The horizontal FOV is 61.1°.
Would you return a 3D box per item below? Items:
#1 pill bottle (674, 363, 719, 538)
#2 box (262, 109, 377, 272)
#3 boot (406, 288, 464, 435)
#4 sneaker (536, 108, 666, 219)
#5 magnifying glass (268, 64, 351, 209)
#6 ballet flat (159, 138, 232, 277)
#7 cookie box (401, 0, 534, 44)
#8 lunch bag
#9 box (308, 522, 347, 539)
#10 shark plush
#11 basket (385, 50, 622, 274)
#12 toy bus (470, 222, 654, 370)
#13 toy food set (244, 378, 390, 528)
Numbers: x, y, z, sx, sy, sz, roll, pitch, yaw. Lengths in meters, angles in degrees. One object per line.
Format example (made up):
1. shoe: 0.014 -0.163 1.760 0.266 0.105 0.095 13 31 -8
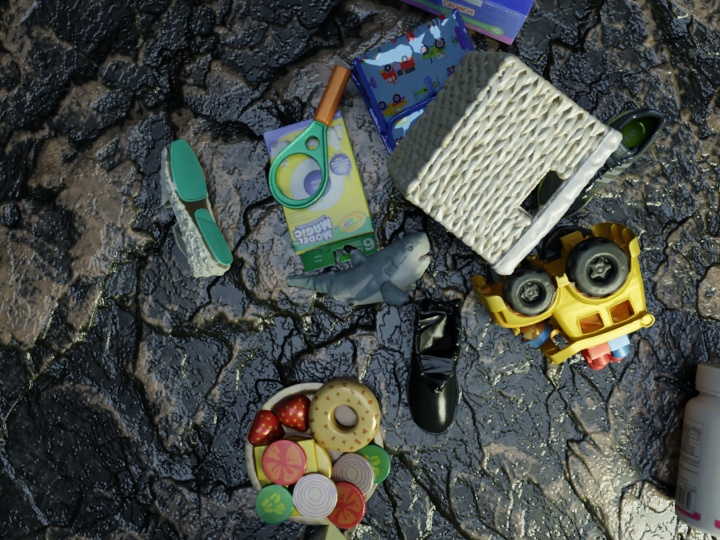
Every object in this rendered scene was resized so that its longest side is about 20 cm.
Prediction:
1. pill bottle: 0.469 0.225 0.770 0.113 0.113 0.201 7 89 4
2. box: -0.054 -0.107 0.845 0.117 0.048 0.201 -16 89 3
3. boot: 0.095 0.123 0.771 0.073 0.162 0.199 3 89 5
4. sneaker: 0.315 -0.147 0.805 0.200 0.081 0.074 -45 86 1
5. magnifying glass: -0.061 -0.177 0.815 0.079 0.022 0.201 22 88 5
6. ballet flat: -0.243 -0.081 0.848 0.072 0.072 0.201 -21 87 3
7. cookie box: 0.169 -0.432 0.813 0.171 0.075 0.201 24 81 4
8. lunch bag: 0.096 -0.219 0.829 0.150 0.094 0.200 -27 100 1
9. box: -0.026 0.441 0.751 0.097 0.200 0.176 -42 87 1
10. shark plush: 0.000 0.000 0.833 0.199 0.091 0.084 -5 103 27
11. basket: 0.152 -0.139 0.725 0.161 0.200 0.198 34 105 -15
12. toy bus: 0.266 0.053 0.791 0.199 0.136 0.193 -21 103 5
13. toy food set: -0.061 0.253 0.832 0.199 0.049 0.199 -9 86 3
